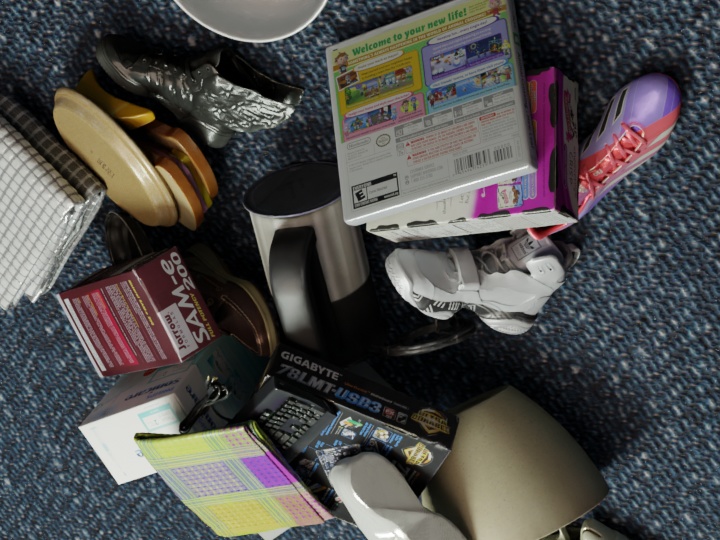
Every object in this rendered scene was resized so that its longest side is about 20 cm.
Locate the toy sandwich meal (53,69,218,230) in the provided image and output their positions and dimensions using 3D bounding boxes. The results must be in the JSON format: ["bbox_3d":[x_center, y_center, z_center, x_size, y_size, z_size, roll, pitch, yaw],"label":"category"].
[{"bbox_3d":[-0.239,-0.128,1.649,0.205,0.070,0.205,41,161,17],"label":"toy sandwich meal"}]

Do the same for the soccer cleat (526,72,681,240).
[{"bbox_3d":[0.225,-0.102,1.465,0.067,0.077,0.200,40,128,-5],"label":"soccer cleat"}]

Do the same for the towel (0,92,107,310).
[{"bbox_3d":[-0.383,-0.074,1.734,0.166,0.086,0.200,43,129,6],"label":"towel"}]

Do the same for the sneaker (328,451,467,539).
[{"bbox_3d":[0.042,0.265,1.571,0.201,0.075,0.088,54,152,-7],"label":"sneaker"}]

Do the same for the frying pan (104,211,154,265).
[{"bbox_3d":[-0.254,0.014,1.749,0.115,0.031,0.191,52,151,33],"label":"frying pan"}]

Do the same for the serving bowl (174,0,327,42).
[{"bbox_3d":[-0.103,-0.320,1.476,0.199,0.066,0.201,11,125,17],"label":"serving bowl"}]

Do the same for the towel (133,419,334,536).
[{"bbox_3d":[-0.127,0.214,1.598,0.143,0.023,0.200,-11,139,24],"label":"towel"}]

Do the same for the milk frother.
[{"bbox_3d":[0.000,0.000,1.599,0.199,0.181,0.189,-15,119,-3],"label":"milk frother"}]

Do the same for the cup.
[{"bbox_3d":[0.142,0.206,1.648,0.200,0.200,0.144,-25,89,34],"label":"cup"}]

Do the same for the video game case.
[{"bbox_3d":[0.063,-0.153,1.463,0.199,0.022,0.183,-16,71,29],"label":"video game case"}]

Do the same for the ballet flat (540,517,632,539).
[{"bbox_3d":[0.234,0.301,1.732,0.199,0.067,0.064,3,115,22],"label":"ballet flat"}]

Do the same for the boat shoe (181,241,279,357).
[{"bbox_3d":[-0.154,0.039,1.666,0.200,0.072,0.073,43,148,43],"label":"boat shoe"}]

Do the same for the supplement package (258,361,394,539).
[{"bbox_3d":[-0.064,0.190,1.756,0.120,0.121,0.200,44,128,-9],"label":"supplement package"}]

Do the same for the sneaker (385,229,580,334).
[{"bbox_3d":[0.123,-0.008,1.537,0.199,0.075,0.115,17,128,-37],"label":"sneaker"}]

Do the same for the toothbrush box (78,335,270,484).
[{"bbox_3d":[-0.193,0.130,1.724,0.146,0.200,0.086,-20,112,33],"label":"toothbrush box"}]

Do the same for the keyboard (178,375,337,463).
[{"bbox_3d":[-0.118,0.160,1.558,0.127,0.021,0.200,27,139,-14],"label":"keyboard"}]

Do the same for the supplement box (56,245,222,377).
[{"bbox_3d":[-0.237,0.046,1.659,0.200,0.061,0.109,-12,107,56],"label":"supplement box"}]

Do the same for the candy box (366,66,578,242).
[{"bbox_3d":[0.104,-0.106,1.476,0.199,0.061,0.137,-5,77,30],"label":"candy box"}]

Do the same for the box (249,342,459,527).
[{"bbox_3d":[-0.025,0.178,1.597,0.197,0.050,0.200,22,141,-5],"label":"box"}]

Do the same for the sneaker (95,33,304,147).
[{"bbox_3d":[-0.164,-0.199,1.590,0.199,0.060,0.104,37,129,-8],"label":"sneaker"}]
